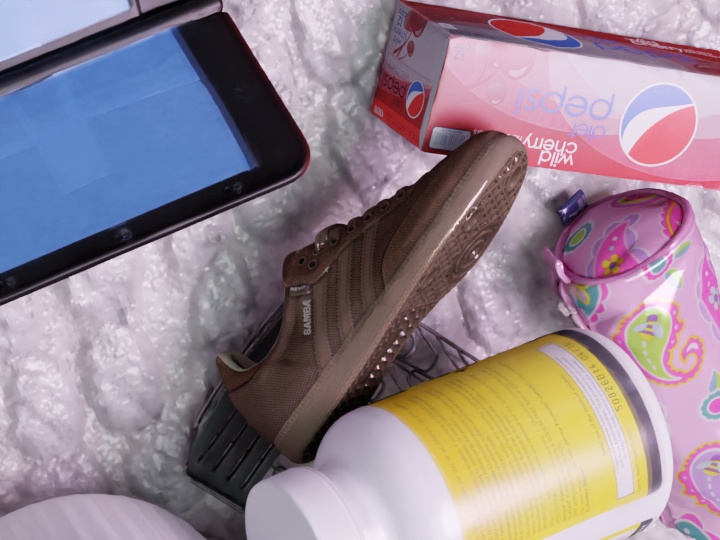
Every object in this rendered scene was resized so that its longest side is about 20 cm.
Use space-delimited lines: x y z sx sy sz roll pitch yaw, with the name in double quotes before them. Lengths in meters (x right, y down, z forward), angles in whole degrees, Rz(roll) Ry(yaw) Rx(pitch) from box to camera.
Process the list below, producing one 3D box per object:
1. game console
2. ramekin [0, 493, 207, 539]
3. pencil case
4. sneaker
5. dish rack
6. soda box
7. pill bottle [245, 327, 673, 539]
"game console" -0.147 -0.102 1.388 0.200 0.119 0.173 -23 119 -15
"ramekin" -0.135 0.208 1.493 0.200 0.098 0.201 -10 119 -19
"pencil case" 0.167 0.051 1.608 0.087 0.087 0.200 -33 120 -9
"sneaker" 0.000 0.000 1.488 0.200 0.076 0.070 -54 163 13
"dish rack" 0.014 0.096 1.582 0.200 0.055 0.154 33 94 -31
"soda box" 0.111 -0.088 1.541 0.200 0.070 0.064 7 107 -26
"pill bottle" 0.048 0.109 1.489 0.200 0.112 0.112 -20 118 -28
